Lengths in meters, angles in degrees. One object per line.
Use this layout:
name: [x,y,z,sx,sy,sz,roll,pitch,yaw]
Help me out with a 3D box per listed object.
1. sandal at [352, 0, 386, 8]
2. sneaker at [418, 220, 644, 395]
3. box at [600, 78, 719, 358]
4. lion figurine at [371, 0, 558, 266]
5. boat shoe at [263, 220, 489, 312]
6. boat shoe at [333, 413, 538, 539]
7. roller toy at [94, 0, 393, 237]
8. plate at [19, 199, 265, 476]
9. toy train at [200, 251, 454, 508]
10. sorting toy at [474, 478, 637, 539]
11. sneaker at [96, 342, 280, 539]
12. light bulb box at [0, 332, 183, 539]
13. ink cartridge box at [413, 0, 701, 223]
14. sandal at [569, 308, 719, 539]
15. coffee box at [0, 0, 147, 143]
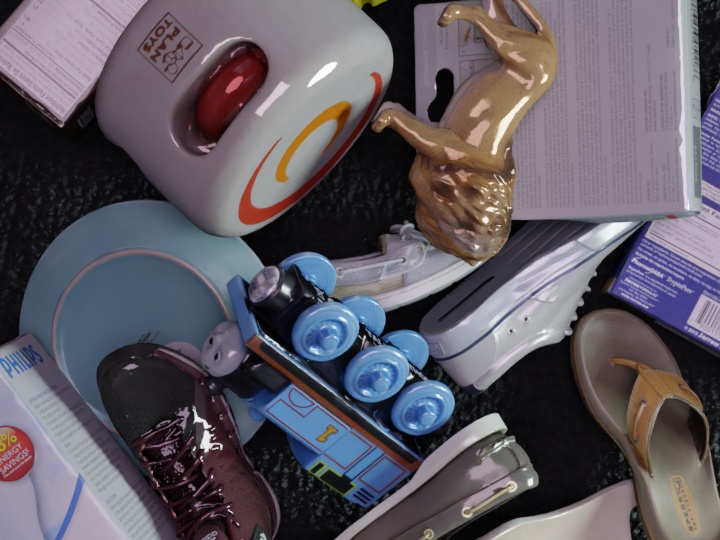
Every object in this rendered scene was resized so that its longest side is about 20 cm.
sandal: [0.061,-0.233,1.363,0.199,0.087,0.080,-3,103,7]
sneaker: [0.134,0.012,1.387,0.200,0.073,0.071,-36,116,-6]
box: [0.277,-0.043,1.409,0.121,0.032,0.200,29,87,-3]
lion figurine: [0.085,-0.112,1.304,0.122,0.072,0.200,31,95,-6]
boat shoe: [-0.001,0.000,1.368,0.201,0.074,0.065,-18,93,2]
boat shoe: [0.038,0.184,1.336,0.202,0.072,0.060,-43,73,17]
roller toy: [-0.082,-0.130,1.294,0.140,0.200,0.182,43,57,13]
plate: [-0.150,0.051,1.347,0.199,0.026,0.201,2,98,11]
toy train: [-0.023,0.074,1.300,0.114,0.087,0.200,-42,128,12]
sorting toy: [0.176,0.246,1.361,0.180,0.107,0.200,-35,83,-16]
sneaker: [-0.109,0.146,1.292,0.076,0.116,0.200,-28,122,11]
light bulb box: [-0.252,0.183,1.301,0.198,0.125,0.200,-38,91,5]
ink cartridge box: [0.139,-0.114,1.347,0.199,0.050,0.163,-2,89,25]
sandal: [0.217,0.115,1.370,0.080,0.054,0.201,-13,73,-22]
coffee box: [-0.172,-0.194,1.344,0.080,0.114,0.200,39,86,-2]
